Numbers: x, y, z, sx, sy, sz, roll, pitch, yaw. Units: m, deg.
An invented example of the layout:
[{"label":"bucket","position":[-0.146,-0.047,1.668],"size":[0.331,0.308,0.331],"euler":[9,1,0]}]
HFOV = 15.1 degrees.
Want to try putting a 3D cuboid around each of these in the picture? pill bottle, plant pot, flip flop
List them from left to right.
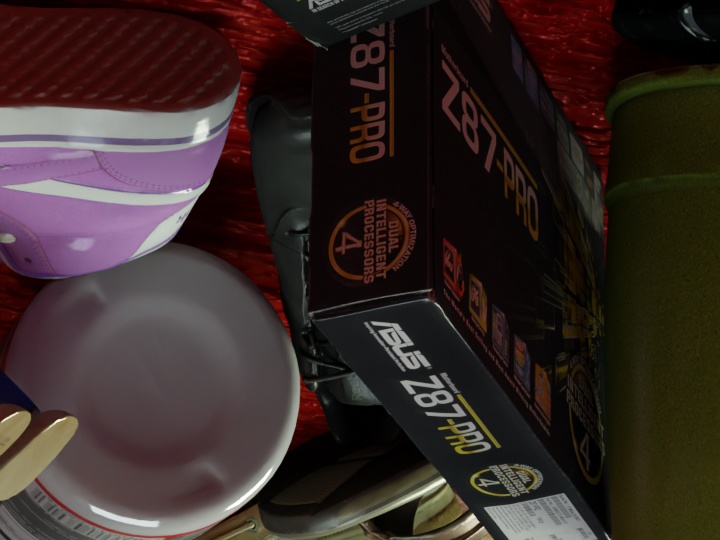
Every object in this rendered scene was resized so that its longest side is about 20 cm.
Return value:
[{"label":"pill bottle","position":[-0.101,0.064,1.110],"size":[0.114,0.114,0.200],"euler":[8,165,-14]},{"label":"flip flop","position":[0.037,0.090,1.160],"size":[0.081,0.058,0.200],"euler":[-2,-174,36]},{"label":"plant pot","position":[0.169,0.048,0.969],"size":[0.200,0.193,0.200],"euler":[11,171,2]}]

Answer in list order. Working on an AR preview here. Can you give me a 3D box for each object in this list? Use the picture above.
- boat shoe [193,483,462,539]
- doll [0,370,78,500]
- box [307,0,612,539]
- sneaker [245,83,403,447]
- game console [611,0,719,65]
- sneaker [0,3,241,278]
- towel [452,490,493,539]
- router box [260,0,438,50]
[{"label":"boat shoe","position":[-0.048,0.116,1.292],"size":[0.201,0.063,0.073],"euler":[-17,-169,34]},{"label":"doll","position":[-0.189,-0.005,0.979],"size":[0.048,0.200,0.136],"euler":[-47,161,8]},{"label":"box","position":[0.039,-0.010,0.963],"size":[0.049,0.161,0.200],"euler":[-12,147,18]},{"label":"sneaker","position":[0.000,0.000,1.053],"size":[0.076,0.091,0.200],"euler":[-3,149,11]},{"label":"game console","position":[0.218,-0.109,0.933],"size":[0.200,0.117,0.176],"euler":[16,176,-24]},{"label":"sneaker","position":[-0.151,-0.042,0.980],"size":[0.200,0.073,0.114],"euler":[9,139,-14]},{"label":"towel","position":[0.104,0.142,1.367],"size":[0.147,0.022,0.200],"euler":[-16,146,25]},{"label":"router box","position":[0.021,-0.155,0.810],"size":[0.200,0.062,0.150],"euler":[-19,146,30]}]
